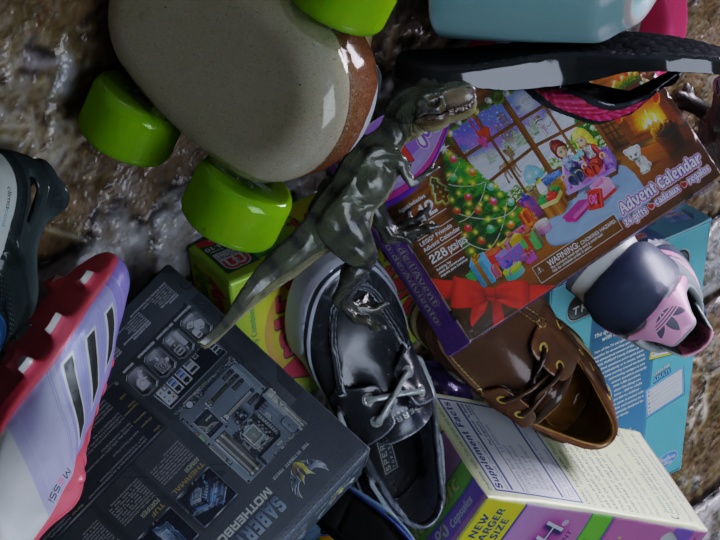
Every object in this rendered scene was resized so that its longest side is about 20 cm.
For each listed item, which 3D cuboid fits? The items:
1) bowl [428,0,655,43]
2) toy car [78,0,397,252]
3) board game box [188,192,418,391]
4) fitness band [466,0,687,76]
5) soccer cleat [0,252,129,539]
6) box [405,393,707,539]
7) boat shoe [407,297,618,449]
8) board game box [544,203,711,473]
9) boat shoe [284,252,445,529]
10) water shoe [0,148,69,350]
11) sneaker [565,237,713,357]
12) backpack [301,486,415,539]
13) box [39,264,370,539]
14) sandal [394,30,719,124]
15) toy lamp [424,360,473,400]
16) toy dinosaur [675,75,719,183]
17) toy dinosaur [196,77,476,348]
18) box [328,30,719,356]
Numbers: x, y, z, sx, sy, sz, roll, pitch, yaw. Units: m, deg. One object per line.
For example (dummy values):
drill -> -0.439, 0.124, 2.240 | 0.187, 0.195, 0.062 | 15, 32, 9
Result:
bowl -> 0.125, -0.208, 1.648 | 0.201, 0.105, 0.202 | 21, 90, -77
toy car -> -0.025, -0.121, 1.583 | 0.200, 0.158, 0.165 | -13, 136, -56
board game box -> 0.000, 0.000, 1.732 | 0.199, 0.048, 0.102 | -25, 131, -25
fitness band -> 0.124, -0.118, 1.823 | 0.200, 0.037, 0.144 | -43, 141, -18
soccer cleat -> -0.169, 0.085, 1.577 | 0.076, 0.067, 0.201 | 38, 65, -24
box -> 0.085, 0.184, 1.864 | 0.199, 0.097, 0.176 | 13, 122, -40
boat shoe -> 0.100, 0.054, 1.768 | 0.072, 0.068, 0.200 | -45, 143, 7
board game box -> 0.156, 0.065, 1.960 | 0.151, 0.047, 0.201 | -22, 128, -36
boat shoe -> 0.011, 0.071, 1.704 | 0.072, 0.068, 0.201 | -29, 133, -20
water shoe -> -0.203, 0.035, 1.541 | 0.079, 0.071, 0.201 | 2, 113, -50
sneaker -> 0.184, 0.026, 1.823 | 0.070, 0.082, 0.200 | -49, 165, 10
backpack -> -0.043, 0.206, 1.718 | 0.183, 0.200, 0.135 | -49, 140, -13
box -> -0.117, 0.121, 1.621 | 0.200, 0.158, 0.051 | -46, 171, -15
sandal -> 0.117, -0.106, 1.673 | 0.199, 0.075, 0.045 | -4, 103, -10
toy lamp -> 0.105, 0.006, 1.828 | 0.200, 0.058, 0.058 | -50, 143, 13
toy dinosaur -> 0.260, -0.071, 1.940 | 0.200, 0.102, 0.077 | 26, 95, -50
toy dinosaur -> -0.003, -0.020, 1.603 | 0.200, 0.047, 0.088 | -49, 135, -2
box -> 0.095, -0.059, 1.705 | 0.200, 0.137, 0.039 | -33, 177, -25
